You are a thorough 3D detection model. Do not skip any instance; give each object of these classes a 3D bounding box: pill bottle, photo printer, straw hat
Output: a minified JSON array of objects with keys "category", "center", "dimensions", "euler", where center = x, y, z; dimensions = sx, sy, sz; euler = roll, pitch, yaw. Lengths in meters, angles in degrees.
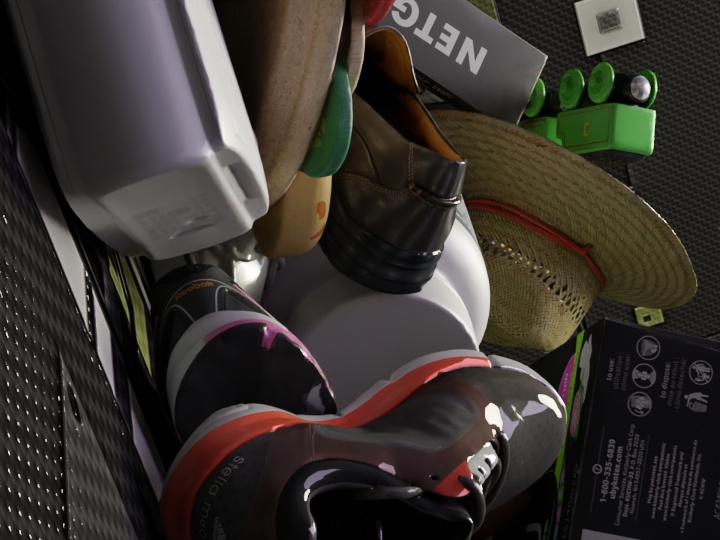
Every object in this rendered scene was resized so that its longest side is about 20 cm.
[{"category":"pill bottle","center":[0.000,0.000,1.107],"dimensions":[0.200,0.119,0.120],"euler":[-105,177,-60]},{"category":"photo printer","center":[-0.095,-0.114,0.833],"dimensions":[0.166,0.069,0.202],"euler":[70,3,-83]},{"category":"straw hat","center":[0.092,0.001,1.298],"dimensions":[0.200,0.085,0.201],"euler":[28,-16,9]}]

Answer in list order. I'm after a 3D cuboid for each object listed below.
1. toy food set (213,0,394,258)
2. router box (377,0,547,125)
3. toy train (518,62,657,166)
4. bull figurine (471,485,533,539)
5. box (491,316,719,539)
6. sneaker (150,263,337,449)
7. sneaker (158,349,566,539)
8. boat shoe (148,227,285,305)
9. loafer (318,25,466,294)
[{"category":"toy food set","center":[-0.024,-0.119,0.940],"dimensions":[0.198,0.048,0.202],"euler":[123,-30,-58]},{"category":"router box","center":[-0.016,-0.146,1.292],"dimensions":[0.199,0.053,0.157],"euler":[31,-12,-26]},{"category":"toy train","center":[0.104,-0.079,1.297],"dimensions":[0.200,0.041,0.057],"euler":[-7,-102,63]},{"category":"bull figurine","center":[0.021,0.112,1.131],"dimensions":[0.200,0.121,0.066],"euler":[143,-73,-73]},{"category":"box","center":[0.139,0.117,1.088],"dimensions":[0.200,0.123,0.150],"euler":[125,-24,-79]},{"category":"sneaker","center":[-0.035,0.075,0.919],"dimensions":[0.087,0.080,0.201],"euler":[-122,-164,-48]},{"category":"sneaker","center":[0.020,0.086,0.838],"dimensions":[0.082,0.199,0.078],"euler":[26,-64,39]},{"category":"boat shoe","center":[-0.064,-0.022,1.026],"dimensions":[0.074,0.065,0.201],"euler":[69,4,-70]},{"category":"loafer","center":[-0.001,-0.083,1.030],"dimensions":[0.072,0.072,0.201],"euler":[-55,-134,32]}]
